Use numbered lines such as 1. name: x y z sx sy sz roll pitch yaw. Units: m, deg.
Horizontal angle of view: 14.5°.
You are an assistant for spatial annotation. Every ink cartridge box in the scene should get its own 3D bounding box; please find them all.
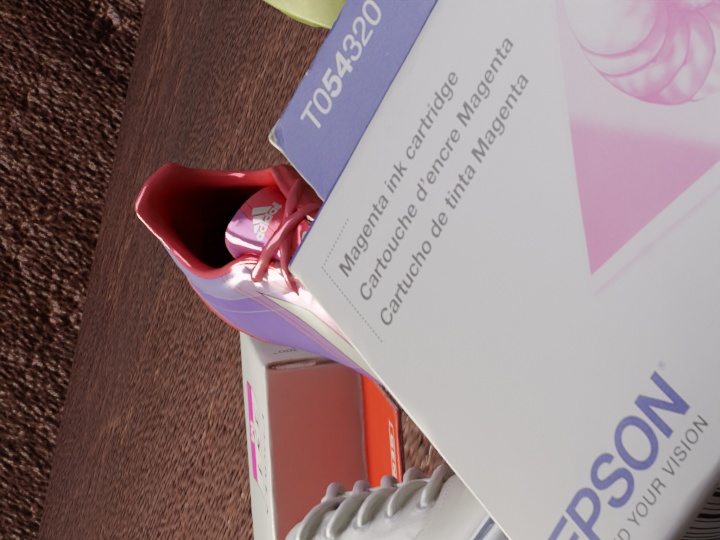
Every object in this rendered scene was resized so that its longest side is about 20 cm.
1. ink cartridge box: 0.058 -0.046 0.697 0.200 0.043 0.197 48 124 32
2. ink cartridge box: -0.011 0.129 1.053 0.174 0.043 0.201 -124 30 -78

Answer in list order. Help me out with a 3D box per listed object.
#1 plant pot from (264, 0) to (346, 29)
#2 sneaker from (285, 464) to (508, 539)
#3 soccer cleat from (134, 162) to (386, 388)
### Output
1. plant pot: 0.031 -0.176 0.881 0.200 0.199 0.191 -97 11 -65
2. sneaker: 0.011 0.098 0.920 0.200 0.071 0.073 -49 -7 30
3. soccer cleat: 0.000 0.000 0.925 0.200 0.076 0.067 12 74 55
